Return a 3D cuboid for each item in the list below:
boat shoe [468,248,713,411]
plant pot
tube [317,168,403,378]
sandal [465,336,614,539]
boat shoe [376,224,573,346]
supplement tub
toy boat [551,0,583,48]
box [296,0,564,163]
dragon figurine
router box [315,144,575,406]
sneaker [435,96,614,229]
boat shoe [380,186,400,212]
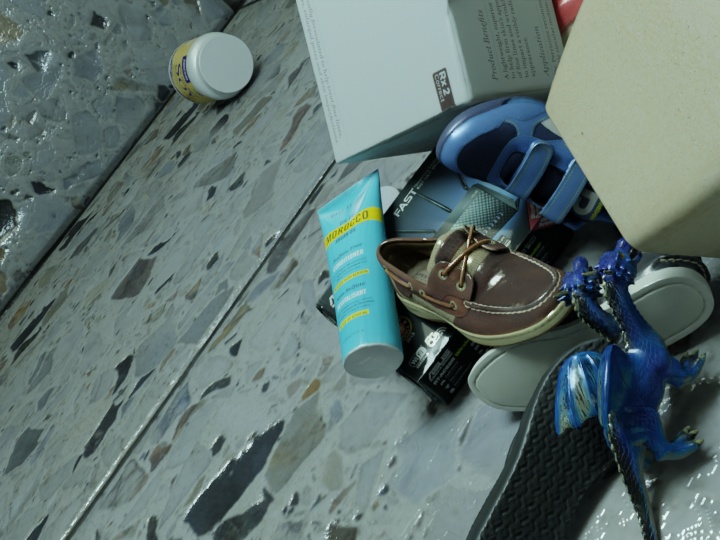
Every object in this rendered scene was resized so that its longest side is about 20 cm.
[{"bbox_3d":[0.166,0.041,0.704,0.200,0.074,0.060,-37,21,33],"label":"boat shoe"},{"bbox_3d":[0.244,-0.115,0.617,0.177,0.199,0.200,-52,49,39],"label":"plant pot"},{"bbox_3d":[0.000,0.000,0.840,0.077,0.050,0.200,-29,46,22],"label":"tube"},{"bbox_3d":[0.129,0.128,0.652,0.201,0.075,0.048,-55,8,-11],"label":"sandal"},{"bbox_3d":[0.079,0.003,0.728,0.072,0.072,0.200,-50,28,-14],"label":"boat shoe"},{"bbox_3d":[-0.329,-0.447,2.089,0.146,0.145,0.200,-55,25,-12],"label":"supplement tub"},{"bbox_3d":[0.220,-0.260,0.886,0.200,0.131,0.131,-38,-9,-40],"label":"toy boat"},{"bbox_3d":[0.057,-0.220,0.847,0.130,0.200,0.200,-13,-2,-36],"label":"box"},{"bbox_3d":[0.162,0.082,0.603,0.059,0.099,0.201,-27,44,63],"label":"dragon figurine"},{"bbox_3d":[0.074,-0.001,0.860,0.150,0.062,0.200,33,84,43],"label":"router box"},{"bbox_3d":[0.157,-0.083,0.765,0.074,0.199,0.082,118,150,-43],"label":"sneaker"},{"bbox_3d":[0.052,-0.002,0.958,0.068,0.057,0.200,-28,49,17],"label":"boat shoe"}]
